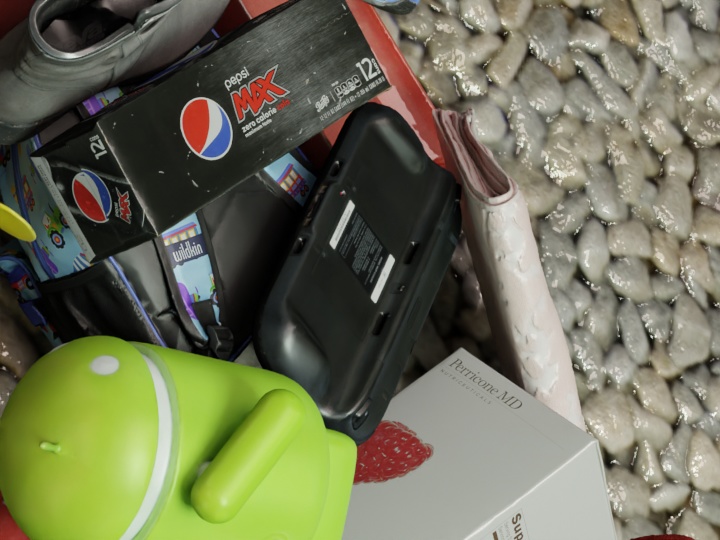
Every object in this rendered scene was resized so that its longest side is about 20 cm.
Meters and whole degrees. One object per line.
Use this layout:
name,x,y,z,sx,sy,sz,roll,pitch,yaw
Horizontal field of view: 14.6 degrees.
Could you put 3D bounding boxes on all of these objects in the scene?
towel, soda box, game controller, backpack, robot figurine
towel,0.092,0.017,1.667,0.032,0.191,0.200,-17,112,0
soda box,-0.077,-0.081,1.490,0.200,0.063,0.071,-35,100,-43
game controller,0.000,0.000,1.552,0.104,0.042,0.200,46,46,-25
backpack,-0.123,-0.044,1.571,0.200,0.134,0.183,56,47,-10
robot figurine,-0.097,0.099,1.428,0.200,0.175,0.116,15,87,-37

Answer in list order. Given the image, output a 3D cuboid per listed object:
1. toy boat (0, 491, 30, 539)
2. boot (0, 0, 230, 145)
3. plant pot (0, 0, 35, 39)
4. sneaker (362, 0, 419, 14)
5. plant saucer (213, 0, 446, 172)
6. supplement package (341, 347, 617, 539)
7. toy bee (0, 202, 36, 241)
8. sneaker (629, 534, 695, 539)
toy boat,-0.127,0.193,1.496,0.200,0.131,0.131,50,52,-13
boot,-0.109,-0.141,1.452,0.070,0.132,0.200,49,55,-5
plant pot,-0.223,-0.207,1.530,0.200,0.177,0.201,13,67,-33
sneaker,0.000,-0.252,1.741,0.079,0.089,0.200,12,56,-62
plant saucer,-0.022,-0.117,1.693,0.200,0.037,0.200,58,21,-6
supplement package,0.030,0.161,1.567,0.200,0.121,0.120,-35,134,-23
toy bee,-0.240,-0.026,1.517,0.131,0.200,0.109,45,13,27
sneaker,0.141,0.240,1.655,0.116,0.200,0.078,53,25,-16
